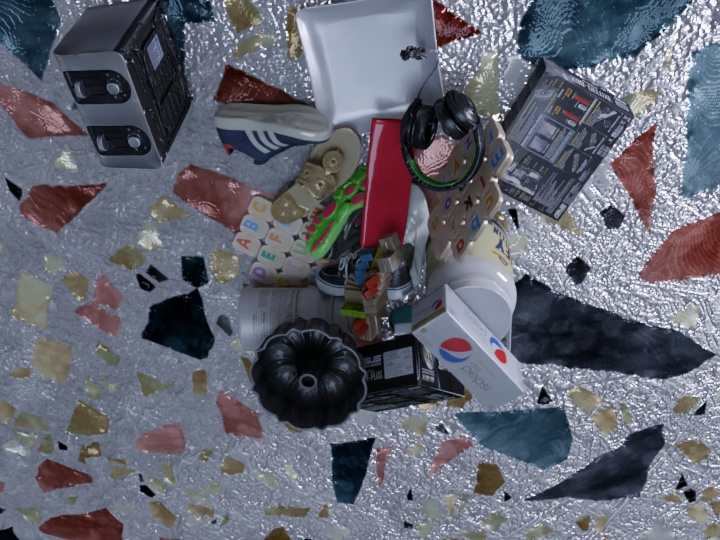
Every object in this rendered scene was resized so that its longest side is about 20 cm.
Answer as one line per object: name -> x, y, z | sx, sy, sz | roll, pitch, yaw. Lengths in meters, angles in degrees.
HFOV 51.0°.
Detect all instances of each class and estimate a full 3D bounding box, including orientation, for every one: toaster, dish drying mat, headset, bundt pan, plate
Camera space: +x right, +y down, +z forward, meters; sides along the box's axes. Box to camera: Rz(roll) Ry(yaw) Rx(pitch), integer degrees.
toaster -> -0.327, -0.273, 1.074 | 0.115, 0.203, 0.184 | -1, 134, 9
dish drying mat -> 0.042, -0.132, 1.161 | 0.075, 0.018, 0.205 | -3, 116, -19
headset -> 0.103, -0.212, 1.063 | 0.121, 0.093, 0.205 | -10, 96, 29
bundt pan -> -0.082, 0.164, 1.256 | 0.196, 0.076, 0.207 | 2, 117, 4
plate -> 0.019, -0.300, 1.105 | 0.194, 0.033, 0.204 | -6, 125, 11

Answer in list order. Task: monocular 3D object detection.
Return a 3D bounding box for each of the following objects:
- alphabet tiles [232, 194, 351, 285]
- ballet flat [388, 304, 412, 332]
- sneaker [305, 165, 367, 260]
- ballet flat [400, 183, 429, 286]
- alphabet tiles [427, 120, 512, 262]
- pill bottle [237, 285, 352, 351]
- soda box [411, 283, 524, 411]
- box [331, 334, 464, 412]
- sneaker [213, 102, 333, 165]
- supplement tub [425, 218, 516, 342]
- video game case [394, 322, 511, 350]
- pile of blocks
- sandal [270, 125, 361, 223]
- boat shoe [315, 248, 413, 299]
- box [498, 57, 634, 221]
alphabet tiles -> -0.118, -0.045, 1.311 | 0.192, 0.015, 0.202 | 24, 125, -11
ballet flat -> 0.147, 0.082, 1.356 | 0.195, 0.069, 0.063 | -6, 153, 14
sneaker -> -0.008, -0.095, 1.234 | 0.200, 0.078, 0.083 | -43, 146, 18
ballet flat -> 0.073, -0.044, 1.251 | 0.067, 0.070, 0.204 | 4, 127, 3
alphabet tiles -> 0.158, -0.117, 1.119 | 0.014, 0.198, 0.202 | 17, 126, -21
pill bottle -> -0.110, 0.085, 1.326 | 0.194, 0.116, 0.117 | 1, 126, 5
soda box -> 0.160, 0.117, 1.118 | 0.067, 0.064, 0.200 | -33, 117, 26
box -> 0.062, 0.188, 1.345 | 0.197, 0.088, 0.162 | -17, 156, 33
sneaker -> -0.129, -0.202, 1.157 | 0.195, 0.075, 0.086 | 11, 131, 22
supplement tub -> 0.174, 0.013, 1.207 | 0.141, 0.202, 0.148 | 3, 127, 3
video game case -> 0.167, 0.120, 1.336 | 0.194, 0.024, 0.182 | -6, 159, 9
pile of blocks -> 0.006, 0.030, 1.185 | 0.081, 0.062, 0.204 | 27, 123, 16
sandal -> -0.071, -0.128, 1.184 | 0.077, 0.071, 0.211 | 34, 126, -23
boat shoe -> -0.001, 0.001, 1.257 | 0.196, 0.073, 0.070 | 9, 124, 44
box -> 0.288, -0.192, 1.143 | 0.155, 0.050, 0.202 | 23, 124, -10
